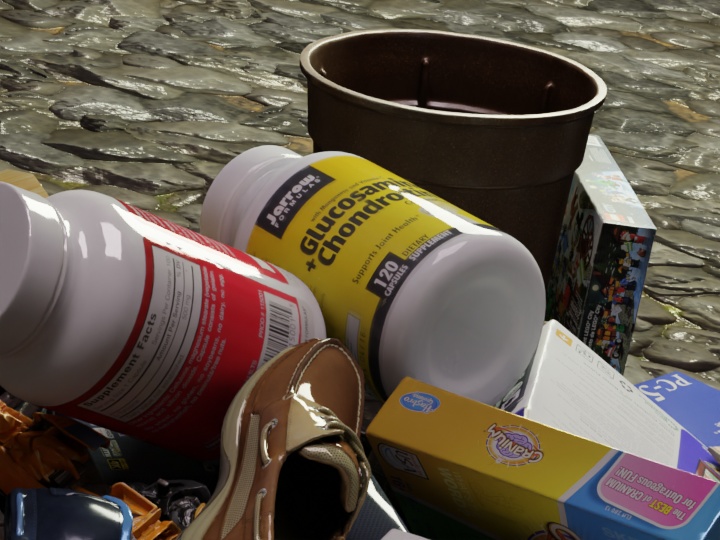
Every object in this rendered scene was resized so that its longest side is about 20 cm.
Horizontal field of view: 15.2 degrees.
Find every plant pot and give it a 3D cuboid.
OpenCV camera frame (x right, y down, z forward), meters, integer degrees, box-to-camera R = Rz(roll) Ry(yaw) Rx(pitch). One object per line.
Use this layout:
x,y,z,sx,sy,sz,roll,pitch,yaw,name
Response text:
0.050,-0.037,1.769,0.200,0.199,0.200,6,19,-2,plant pot

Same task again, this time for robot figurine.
-0.160,0.133,1.341,0.145,0.058,0.200,-41,37,-23,robot figurine

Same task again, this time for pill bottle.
-0.121,0.025,1.376,0.200,0.112,0.112,24,5,-43,pill bottle
0.000,0.000,1.488,0.112,0.112,0.200,-7,25,-39,pill bottle

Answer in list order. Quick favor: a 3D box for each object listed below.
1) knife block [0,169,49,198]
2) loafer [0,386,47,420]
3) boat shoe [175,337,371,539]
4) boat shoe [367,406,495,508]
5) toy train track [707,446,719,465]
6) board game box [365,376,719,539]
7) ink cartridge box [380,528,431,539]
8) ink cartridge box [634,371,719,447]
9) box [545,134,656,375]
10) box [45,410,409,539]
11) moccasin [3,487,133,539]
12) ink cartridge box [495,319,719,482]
-0.248,0.001,1.490,0.175,0.064,0.200,0,18,-19,knife block
-0.217,0.068,1.490,0.072,0.063,0.200,11,34,10,loafer
-0.028,0.106,1.304,0.074,0.076,0.200,-26,27,33,boat shoe
0.042,0.094,1.574,0.059,0.072,0.200,23,17,1,boat shoe
0.224,0.131,1.470,0.115,0.033,0.200,51,20,20,toy train track
0.112,0.141,1.357,0.200,0.153,0.040,17,57,36,board game box
0.072,0.208,1.258,0.200,0.088,0.145,15,20,19,ink cartridge box
0.168,0.115,1.636,0.094,0.044,0.200,25,24,35,ink cartridge box
0.148,0.000,1.811,0.038,0.137,0.200,8,19,-9,box
-0.073,0.124,1.462,0.158,0.051,0.200,2,27,-22,box
-0.155,0.181,1.198,0.068,0.081,0.200,17,39,-5,moccasin
0.156,0.128,1.459,0.198,0.043,0.200,41,17,-4,ink cartridge box
